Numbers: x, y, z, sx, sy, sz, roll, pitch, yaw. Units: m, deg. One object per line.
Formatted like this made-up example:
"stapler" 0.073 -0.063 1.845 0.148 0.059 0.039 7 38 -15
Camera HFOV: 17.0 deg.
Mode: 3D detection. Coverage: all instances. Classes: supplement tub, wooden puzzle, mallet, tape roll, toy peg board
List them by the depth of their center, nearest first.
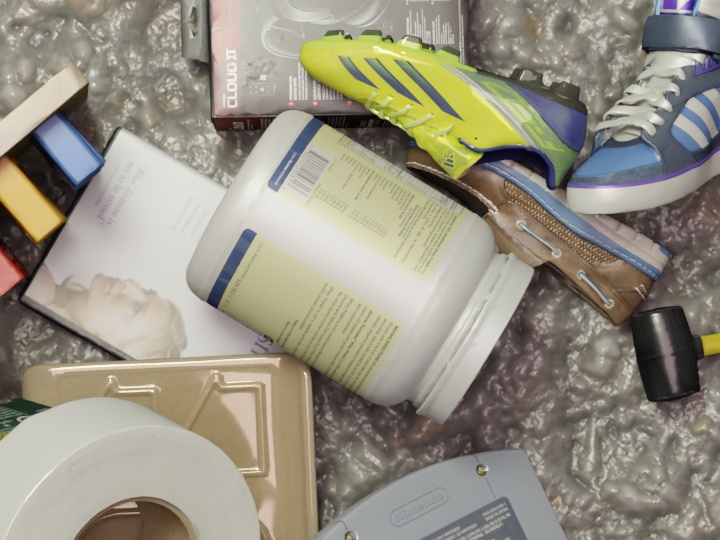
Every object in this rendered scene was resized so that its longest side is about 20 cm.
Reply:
"tape roll" -0.164 0.186 1.541 0.202 0.071 0.203 -11 108 -35
"toy peg board" -0.237 -0.031 1.594 0.199 0.200 0.098 -40 95 -5
"supplement tub" 0.000 0.000 1.604 0.200 0.145 0.145 31 85 0
"wooden puzzle" -0.128 0.151 1.649 0.199 0.046 0.186 -2 95 3
"mallet" 0.289 0.054 1.686 0.199 0.041 0.066 -3 86 -6

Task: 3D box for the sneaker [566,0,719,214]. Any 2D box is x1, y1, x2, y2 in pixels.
"sneaker" 0.203 -0.131 1.632 0.200 0.080 0.147 -24 108 -36

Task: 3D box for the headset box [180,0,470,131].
"headset box" -0.025 -0.175 1.670 0.199 0.077 0.149 -2 86 -1

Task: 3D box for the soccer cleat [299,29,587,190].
"soccer cleat" 0.052 -0.107 1.601 0.200 0.065 0.084 15 92 -3

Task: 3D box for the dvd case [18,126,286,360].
"dvd case" -0.119 0.009 1.681 0.200 0.018 0.143 30 85 0

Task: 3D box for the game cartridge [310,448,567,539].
"game cartridge" 0.052 0.202 1.624 0.200 0.042 0.133 -23 82 -33

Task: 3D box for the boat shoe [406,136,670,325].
"boat shoe" 0.113 -0.028 1.666 0.200 0.072 0.073 28 86 0

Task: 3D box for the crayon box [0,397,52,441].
"crayon box" -0.253 0.193 1.583 0.051 0.126 0.201 14 101 25
